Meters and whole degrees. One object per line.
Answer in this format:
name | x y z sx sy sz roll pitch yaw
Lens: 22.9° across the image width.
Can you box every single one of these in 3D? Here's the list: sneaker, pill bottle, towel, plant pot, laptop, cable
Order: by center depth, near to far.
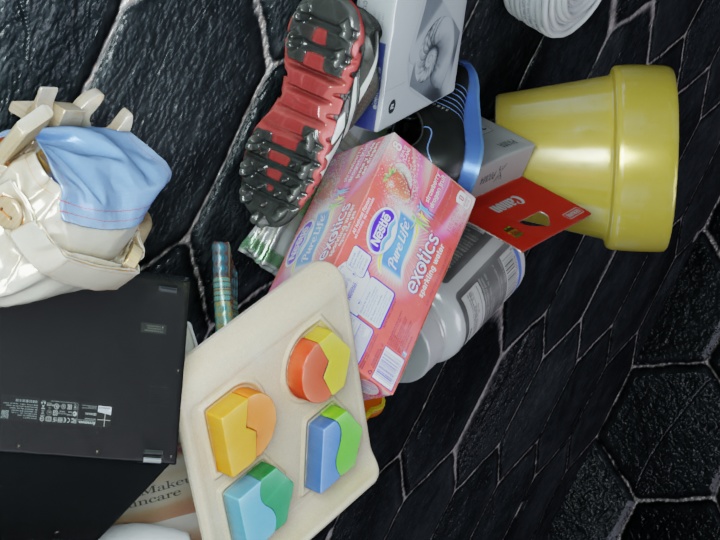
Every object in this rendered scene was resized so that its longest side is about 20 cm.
laptop | -0.229 0.094 1.189 0.187 0.116 0.201 9 82 -39
towel | -0.102 0.085 1.409 0.147 0.022 0.201 112 -25 -82
sneaker | -0.034 -0.127 1.426 0.098 0.071 0.201 -15 129 -62
towel | -0.034 -0.084 1.566 0.200 0.031 0.149 -63 163 -4
sneaker | 0.065 -0.143 1.631 0.200 0.078 0.070 -94 -161 -57
cable | 0.216 -0.336 1.795 0.200 0.069 0.200 -24 139 -60
pill bottle | 0.081 0.027 1.873 0.200 0.114 0.114 -42 153 -44
plant pot | 0.236 -0.121 1.898 0.201 0.188 0.201 1 90 -87

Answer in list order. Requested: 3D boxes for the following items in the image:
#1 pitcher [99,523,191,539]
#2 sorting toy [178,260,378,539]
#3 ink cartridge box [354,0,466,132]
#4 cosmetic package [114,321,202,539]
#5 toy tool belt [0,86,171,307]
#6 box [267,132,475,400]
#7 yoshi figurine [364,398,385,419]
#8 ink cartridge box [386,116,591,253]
pitcher | -0.218 0.246 1.319 0.199 0.121 0.172 -14 137 -7
sorting toy | -0.056 0.120 1.323 0.185 0.036 0.200 -37 127 -38
ink cartridge box | 0.059 -0.238 1.523 0.200 0.041 0.200 -37 140 -53
cosmetic package | -0.163 0.139 1.378 0.103 0.087 0.200 -14 144 -9
toy tool belt | -0.172 -0.054 1.095 0.123 0.125 0.200 -60 164 21
box | 0.000 0.000 1.466 0.095 0.103 0.200 -16 -136 52
yoshi figurine | -0.067 0.141 1.645 0.112 0.113 0.200 14 138 -40
ink cartridge box | 0.125 -0.093 1.728 0.200 0.173 0.044 -26 140 -60
